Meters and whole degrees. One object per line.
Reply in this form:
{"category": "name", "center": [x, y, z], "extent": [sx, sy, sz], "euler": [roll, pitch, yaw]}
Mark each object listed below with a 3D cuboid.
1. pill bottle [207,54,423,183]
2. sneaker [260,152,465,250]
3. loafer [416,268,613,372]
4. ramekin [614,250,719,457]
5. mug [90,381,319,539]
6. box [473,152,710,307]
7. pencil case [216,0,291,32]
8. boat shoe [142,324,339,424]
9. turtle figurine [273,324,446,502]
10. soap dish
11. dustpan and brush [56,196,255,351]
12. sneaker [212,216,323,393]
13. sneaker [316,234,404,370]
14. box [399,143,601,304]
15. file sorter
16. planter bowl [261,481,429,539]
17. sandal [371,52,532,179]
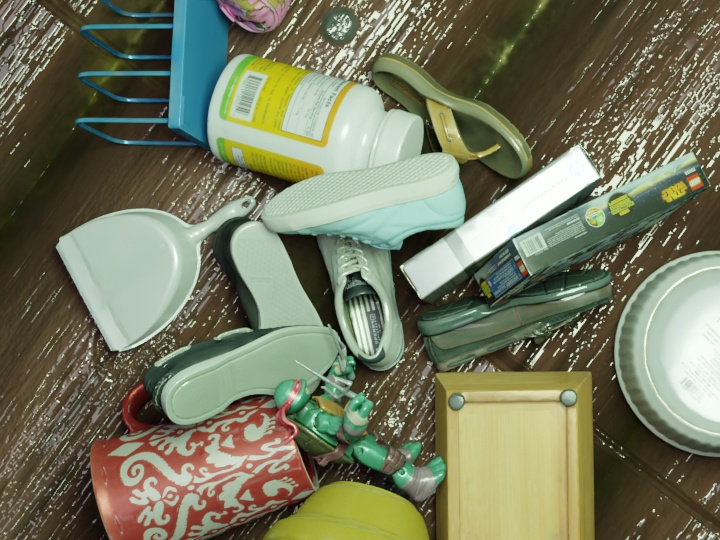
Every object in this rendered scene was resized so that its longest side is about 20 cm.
{"category": "pill bottle", "center": [-0.042, -0.139, 1.343], "extent": [0.198, 0.111, 0.112], "euler": [17, 88, 16]}
{"category": "sneaker", "center": [0.005, -0.048, 1.272], "extent": [0.198, 0.074, 0.083], "euler": [-9, 119, 20]}
{"category": "loafer", "center": [0.157, 0.049, 1.340], "extent": [0.198, 0.072, 0.064], "euler": [-14, 103, 13]}
{"category": "ramekin", "center": [0.344, 0.078, 1.284], "extent": [0.198, 0.105, 0.203], "euler": [-1, 85, 7]}
{"category": "mug", "center": [-0.157, 0.180, 1.335], "extent": [0.198, 0.133, 0.179], "euler": [-18, 85, 3]}
{"category": "box", "center": [0.214, -0.036, 1.267], "extent": [0.198, 0.137, 0.040], "euler": [-26, 83, -14]}
{"category": "pencil case", "center": [-0.084, -0.346, 1.373], "extent": [0.086, 0.083, 0.202], "euler": [21, 75, 5]}
{"category": "boat shoe", "center": [-0.113, 0.087, 1.295], "extent": [0.060, 0.198, 0.076], "euler": [32, 125, 46]}
{"category": "turtle figurine", "center": [-0.014, 0.140, 1.285], "extent": [0.200, 0.150, 0.101], "euler": [40, 101, -23]}
{"category": "soap dish", "center": [0.149, 0.199, 1.313], "extent": [0.155, 0.081, 0.203], "euler": [-1, 84, 8]}
{"category": "dustpan and brush", "center": [-0.198, -0.023, 1.401], "extent": [0.199, 0.057, 0.141], "euler": [-32, 83, 11]}
{"category": "sneaker", "center": [-0.092, 0.030, 1.373], "extent": [0.070, 0.099, 0.202], "euler": [-23, 113, -11]}
{"category": "sneaker", "center": [0.000, 0.000, 1.355], "extent": [0.072, 0.071, 0.202], "euler": [-20, 81, 6]}
{"category": "box", "center": [0.135, -0.040, 1.298], "extent": [0.199, 0.156, 0.041], "euler": [-36, 84, 3]}
{"category": "file sorter", "center": [-0.211, -0.232, 1.374], "extent": [0.121, 0.139, 0.203], "euler": [1, 85, 12]}
{"category": "planter bowl", "center": [0.002, 0.256, 1.289], "extent": [0.198, 0.201, 0.084], "euler": [14, 66, 9]}
{"category": "sandal", "center": [0.084, -0.145, 1.349], "extent": [0.199, 0.081, 0.054], "euler": [35, 69, 15]}
